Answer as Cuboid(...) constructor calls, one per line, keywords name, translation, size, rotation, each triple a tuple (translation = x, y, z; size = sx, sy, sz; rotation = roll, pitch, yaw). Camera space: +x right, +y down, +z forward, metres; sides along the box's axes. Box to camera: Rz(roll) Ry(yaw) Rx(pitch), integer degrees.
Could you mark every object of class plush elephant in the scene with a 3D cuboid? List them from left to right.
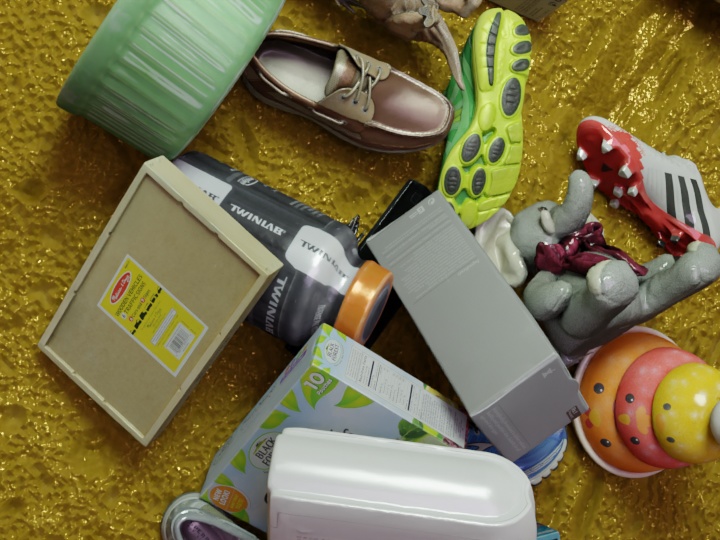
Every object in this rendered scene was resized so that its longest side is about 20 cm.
Cuboid(name="plush elephant", translation=(0.197, -0.013, 0.819), size=(0.162, 0.200, 0.157), rotation=(-12, 67, -29))

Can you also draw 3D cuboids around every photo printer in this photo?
Cuboid(name="photo printer", translation=(0.029, 0.195, 0.665), size=(0.195, 0.168, 0.070), rotation=(7, 44, 2))

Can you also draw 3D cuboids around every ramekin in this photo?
Cuboid(name="ramekin", translation=(-0.142, -0.184, 0.703), size=(0.097, 0.199, 0.202), rotation=(35, 78, -18))

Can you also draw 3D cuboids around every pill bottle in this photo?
Cuboid(name="pill bottle", translation=(-0.073, -0.009, 0.721), size=(0.197, 0.106, 0.108), rotation=(26, 79, 11))

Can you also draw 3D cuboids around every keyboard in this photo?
Cuboid(name="keyboard", translation=(0.000, 0.000, 0.822), size=(0.201, 0.039, 0.104), rotation=(-53, 124, -14))

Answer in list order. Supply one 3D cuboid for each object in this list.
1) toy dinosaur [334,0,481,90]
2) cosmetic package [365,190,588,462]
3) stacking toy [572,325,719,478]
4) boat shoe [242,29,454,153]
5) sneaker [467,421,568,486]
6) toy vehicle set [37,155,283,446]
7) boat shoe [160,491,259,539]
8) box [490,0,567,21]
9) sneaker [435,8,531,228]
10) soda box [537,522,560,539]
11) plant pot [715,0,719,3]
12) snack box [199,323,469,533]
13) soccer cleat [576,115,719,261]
Cuboid(name="toy dinosaur", translation=(0.026, -0.246, 0.796), size=(0.200, 0.135, 0.086), rotation=(44, 67, -18))
Cuboid(name="cosmetic package", translation=(0.093, 0.043, 0.734), size=(0.089, 0.202, 0.107), rotation=(-33, 138, 7))
Cuboid(name="stacking toy", translation=(0.294, 0.124, 0.806), size=(0.143, 0.200, 0.150), rotation=(1, 86, -16))
Cuboid(name="boat shoe", translation=(-0.013, -0.156, 0.777), size=(0.196, 0.072, 0.077), rotation=(15, 84, 0))
Cuboid(name="sneaker", translation=(0.098, 0.160, 0.811), size=(0.196, 0.078, 0.091), rotation=(-15, 93, -16))
Cuboid(name="toy vehicle set", translation=(-0.160, 0.029, 0.693), size=(0.124, 0.026, 0.201), rotation=(41, 117, 4))
Cuboid(name="boat shoe", translation=(-0.086, 0.268, 0.756), size=(0.202, 0.065, 0.075), rotation=(46, 76, -9))
Cuboid(name="box", translation=(0.110, -0.318, 0.846), size=(0.196, 0.068, 0.084), rotation=(17, 82, -15))
Cuboid(name="sneaker", translation=(0.112, -0.135, 0.830), size=(0.073, 0.084, 0.204), rotation=(13, 91, -10))
Cuboid(name="soda box", translation=(0.085, 0.283, 0.807), size=(0.196, 0.063, 0.070), rotation=(-8, 89, -17))
Cuboid(name="plant pot", translation=(0.401, -0.337, 0.883), size=(0.180, 0.200, 0.204), rotation=(20, 81, -2))
Cuboid(name="snack box", translation=(-0.025, 0.149, 0.722), size=(0.141, 0.201, 0.053), rotation=(32, 37, -10))
Cuboid(name="soccer cleat", translation=(0.292, -0.092, 0.892), size=(0.199, 0.068, 0.086), rotation=(41, 68, -13))
